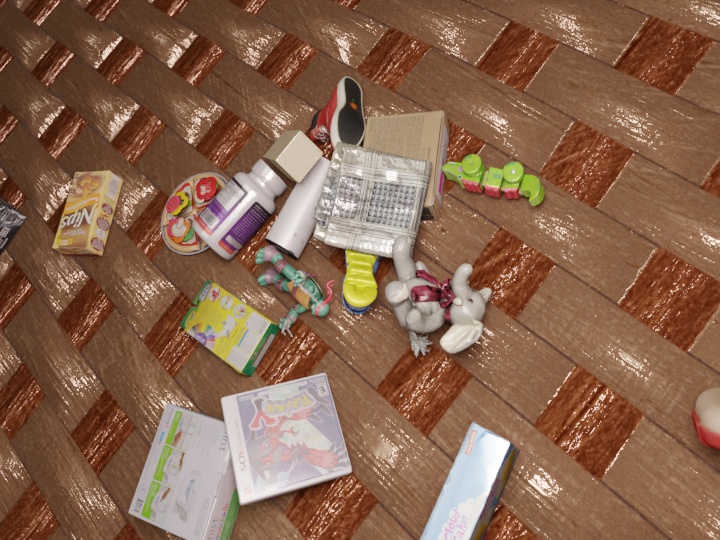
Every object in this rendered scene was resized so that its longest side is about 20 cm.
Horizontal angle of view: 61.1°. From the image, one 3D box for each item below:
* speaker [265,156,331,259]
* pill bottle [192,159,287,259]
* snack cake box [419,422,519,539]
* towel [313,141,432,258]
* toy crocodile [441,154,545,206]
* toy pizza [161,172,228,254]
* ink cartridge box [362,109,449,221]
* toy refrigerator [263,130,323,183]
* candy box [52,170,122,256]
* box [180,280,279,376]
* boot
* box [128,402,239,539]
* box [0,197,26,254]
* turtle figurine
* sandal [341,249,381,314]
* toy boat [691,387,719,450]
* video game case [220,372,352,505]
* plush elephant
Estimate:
[{"bbox_3d":[-0.111,-0.130,1.240,0.080,0.081,0.203,24,81,28],"label":"speaker"},{"bbox_3d":[-0.248,-0.132,1.279,0.200,0.111,0.111,-47,61,-1],"label":"pill bottle"},{"bbox_3d":[0.166,0.344,0.921,0.066,0.115,0.203,22,79,27],"label":"snack cake box"},{"bbox_3d":[0.019,-0.128,1.112,0.195,0.035,0.198,13,84,13],"label":"towel"},{"bbox_3d":[0.241,-0.163,1.116,0.196,0.068,0.063,16,77,26],"label":"toy crocodile"},{"bbox_3d":[-0.374,-0.134,1.377,0.195,0.032,0.205,-8,67,19],"label":"toy pizza"},{"bbox_3d":[0.083,-0.202,1.192,0.161,0.075,0.205,2,70,21],"label":"ink cartridge box"},{"bbox_3d":[-0.138,-0.232,1.237,0.076,0.070,0.200,-50,20,-1],"label":"toy refrigerator"},{"bbox_3d":[-0.662,-0.139,1.483,0.113,0.055,0.205,0,70,22],"label":"candy box"},{"bbox_3d":[-0.268,0.112,1.230,0.198,0.048,0.119,30,83,26],"label":"box"},{"bbox_3d":[-0.057,-0.283,1.255,0.144,0.071,0.204,-39,37,40],"label":"boot"},{"bbox_3d":[-0.299,0.368,1.113,0.172,0.097,0.205,9,73,24],"label":"box"},{"bbox_3d":[-0.993,-0.095,1.605,0.156,0.050,0.203,26,81,29],"label":"box"},{"bbox_3d":[-0.124,0.044,1.172,0.199,0.099,0.152,40,128,31],"label":"turtle figurine"},{"bbox_3d":[0.000,0.000,1.146,0.077,0.088,0.203,12,53,1],"label":"sandal"},{"bbox_3d":[0.556,0.238,0.817,0.195,0.130,0.135,0,100,22],"label":"toy boat"},{"bbox_3d":[-0.131,0.288,1.063,0.195,0.023,0.186,-10,63,-17],"label":"video game case"},{"bbox_3d":[0.139,0.050,1.015,0.151,0.204,0.166,-11,27,17],"label":"plush elephant"}]
